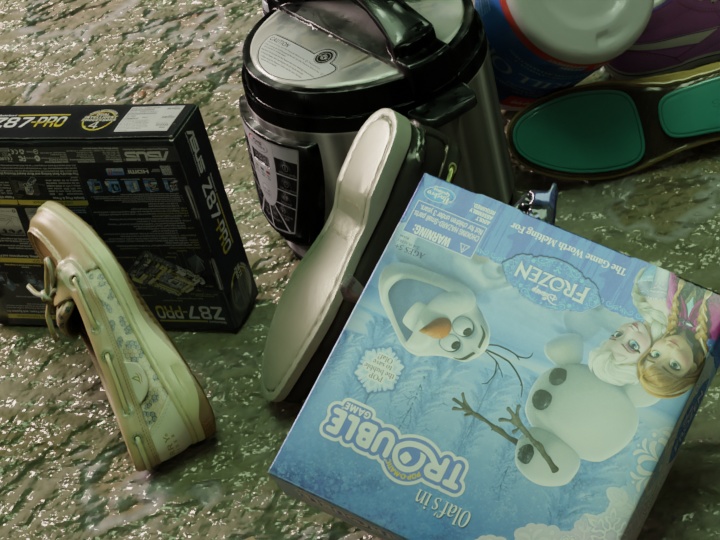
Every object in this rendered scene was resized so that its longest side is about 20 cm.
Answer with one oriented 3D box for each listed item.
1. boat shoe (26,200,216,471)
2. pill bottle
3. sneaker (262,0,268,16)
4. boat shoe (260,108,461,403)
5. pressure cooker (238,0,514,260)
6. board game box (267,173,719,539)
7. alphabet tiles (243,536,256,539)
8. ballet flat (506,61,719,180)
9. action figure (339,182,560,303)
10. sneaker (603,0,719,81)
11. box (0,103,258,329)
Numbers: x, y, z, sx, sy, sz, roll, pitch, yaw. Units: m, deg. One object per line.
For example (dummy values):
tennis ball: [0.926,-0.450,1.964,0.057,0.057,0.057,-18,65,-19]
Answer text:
boat shoe: [-0.168,0.038,1.417,0.062,0.073,0.200,-32,63,-12]
pill bottle: [0.122,-0.177,1.558,0.112,0.113,0.200,-29,-1,-19]
sneaker: [0.002,-0.255,1.837,0.087,0.075,0.200,21,56,24]
boat shoe: [0.000,0.000,1.392,0.060,0.202,0.072,20,12,-28]
pressure cooker: [0.008,-0.115,1.499,0.174,0.201,0.179,-2,36,15]
board game box: [0.081,0.071,1.223,0.199,0.043,0.200,22,76,21]
alphabet tiles: [-0.072,0.225,1.219,0.165,0.006,0.200,-23,34,-11]
ballet flat: [0.202,-0.105,1.547,0.198,0.069,0.063,-9,6,6]
action figure: [0.079,0.053,1.316,0.192,0.105,0.201,9,71,23]
sneaker: [0.268,-0.208,1.594,0.199,0.114,0.073,-24,62,-3]
box: [-0.184,-0.036,1.499,0.198,0.162,0.049,0,35,24]
